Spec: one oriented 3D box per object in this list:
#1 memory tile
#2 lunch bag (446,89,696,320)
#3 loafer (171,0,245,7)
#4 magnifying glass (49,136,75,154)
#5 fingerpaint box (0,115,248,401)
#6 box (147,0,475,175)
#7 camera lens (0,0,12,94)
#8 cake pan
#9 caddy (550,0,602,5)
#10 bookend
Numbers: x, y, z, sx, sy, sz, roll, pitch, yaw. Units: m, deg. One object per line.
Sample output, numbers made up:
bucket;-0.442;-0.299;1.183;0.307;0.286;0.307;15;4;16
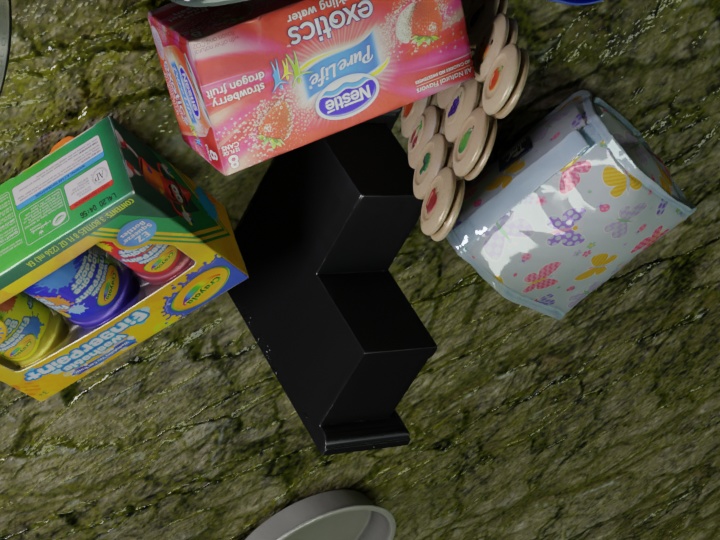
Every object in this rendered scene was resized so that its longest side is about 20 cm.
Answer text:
memory tile;0.070;-0.127;1.278;0.017;0.201;0.154;19;118;-16
lunch bag;0.173;-0.061;1.528;0.169;0.128;0.200;-40;157;16
loafer;-0.044;-0.230;1.164;0.199;0.072;0.063;-23;129;-28
magnifying glass;-0.170;-0.050;1.337;0.079;0.022;0.200;-36;147;8
fingerpaint box;-0.209;-0.001;1.290;0.199;0.074;0.167;-30;149;13
box;-0.032;-0.154;1.216;0.198;0.095;0.101;-22;118;-17
camera lens;-0.303;-0.137;0.968;0.199;0.161;0.160;0;136;-41
cake pan;-0.057;0.302;1.897;0.199;0.037;0.201;-23;147;-16
caddy;0.153;-0.261;1.253;0.199;0.105;0.142;1;136;-42
bookend;0.000;0.000;1.385;0.091;0.199;0.201;-2;136;-39
